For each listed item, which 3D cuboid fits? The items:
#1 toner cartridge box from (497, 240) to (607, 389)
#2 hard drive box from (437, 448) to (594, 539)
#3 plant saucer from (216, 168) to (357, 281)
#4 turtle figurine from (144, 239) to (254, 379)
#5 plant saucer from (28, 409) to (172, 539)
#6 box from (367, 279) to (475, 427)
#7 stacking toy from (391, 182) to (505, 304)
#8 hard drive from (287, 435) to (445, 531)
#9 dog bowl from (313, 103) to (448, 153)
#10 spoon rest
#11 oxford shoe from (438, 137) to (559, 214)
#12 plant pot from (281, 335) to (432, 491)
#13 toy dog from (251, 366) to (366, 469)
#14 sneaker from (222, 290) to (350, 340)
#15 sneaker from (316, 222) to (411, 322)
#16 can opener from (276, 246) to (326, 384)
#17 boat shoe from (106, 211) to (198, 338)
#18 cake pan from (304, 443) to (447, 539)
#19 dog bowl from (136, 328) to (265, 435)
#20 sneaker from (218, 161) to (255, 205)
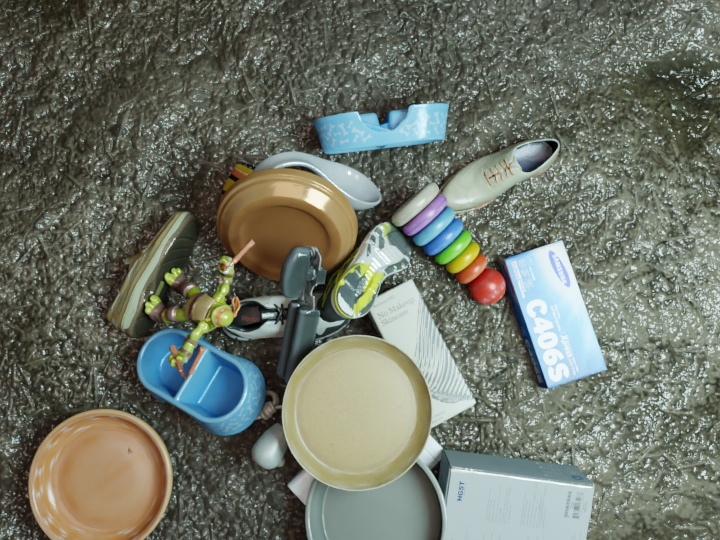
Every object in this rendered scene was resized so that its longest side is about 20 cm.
[{"bbox_3d":[0.285,0.066,0.946,0.094,0.043,0.201,-18,85,-4],"label":"toner cartridge box"},{"bbox_3d":[0.207,0.348,0.887,0.199,0.077,0.157,8,94,-1],"label":"hard drive box"},{"bbox_3d":[-0.103,-0.051,0.884,0.199,0.201,0.038,2,45,-1],"label":"plant saucer"},{"bbox_3d":[-0.217,0.043,0.873,0.161,0.064,0.201,15,78,41],"label":"turtle figurine"},{"bbox_3d":[-0.367,0.299,0.906,0.199,0.037,0.201,0,83,-1],"label":"plant saucer"},{"bbox_3d":[0.084,0.120,0.924,0.082,0.068,0.201,-28,86,-4],"label":"box"},{"bbox_3d":[0.139,-0.030,0.933,0.085,0.085,0.200,-42,94,-5],"label":"stacking toy"},{"bbox_3d":[0.010,0.289,0.927,0.200,0.027,0.132,-44,87,-5],"label":"hard drive"},{"bbox_3d":[0.032,-0.207,0.933,0.199,0.111,0.050,-6,98,-2],"label":"dog bowl"},{"bbox_3d":[-0.054,-0.131,0.911,0.199,0.061,0.100,3,41,-33],"label":"spoon rest"},{"bbox_3d":[0.205,-0.150,0.951,0.199,0.074,0.071,-30,86,-4],"label":"oxford shoe"},{"bbox_3d":[-0.004,0.187,0.840,0.199,0.027,0.201,0,85,-5],"label":"plant pot"},{"bbox_3d":[-0.060,0.204,0.903,0.199,0.132,0.096,-34,124,0],"label":"toy dog"},{"bbox_3d":[-0.107,0.069,0.922,0.199,0.080,0.074,-8,82,-4],"label":"sneaker"},{"bbox_3d":[0.000,0.000,0.911,0.075,0.084,0.200,53,46,-11],"label":"sneaker"},{"bbox_3d":[-0.089,0.061,0.867,0.066,0.053,0.201,0,107,-30],"label":"can opener"},{"bbox_3d":[-0.314,-0.005,0.934,0.076,0.072,0.201,25,83,17],"label":"boat shoe"},{"bbox_3d":[0.023,0.334,0.860,0.199,0.037,0.202,-5,75,18],"label":"cake pan"},{"bbox_3d":[-0.231,0.151,0.895,0.199,0.050,0.112,24,75,19],"label":"dog bowl"},{"bbox_3d":[-0.119,-0.079,0.948,0.200,0.070,0.090,33,98,3],"label":"sneaker"}]
